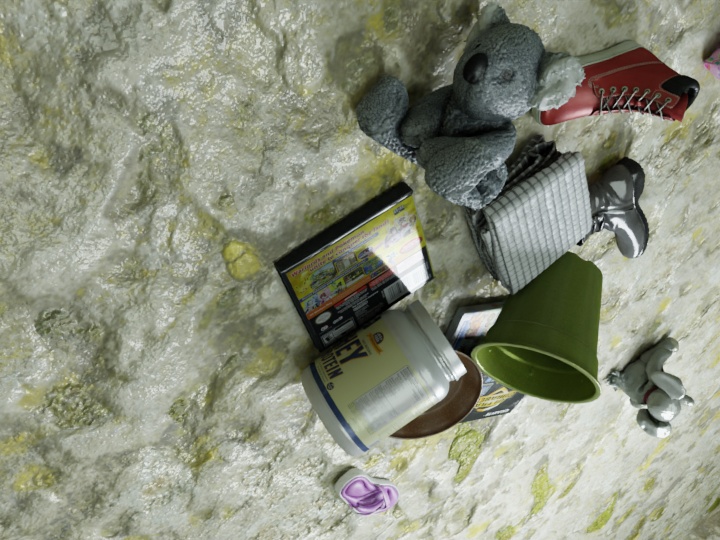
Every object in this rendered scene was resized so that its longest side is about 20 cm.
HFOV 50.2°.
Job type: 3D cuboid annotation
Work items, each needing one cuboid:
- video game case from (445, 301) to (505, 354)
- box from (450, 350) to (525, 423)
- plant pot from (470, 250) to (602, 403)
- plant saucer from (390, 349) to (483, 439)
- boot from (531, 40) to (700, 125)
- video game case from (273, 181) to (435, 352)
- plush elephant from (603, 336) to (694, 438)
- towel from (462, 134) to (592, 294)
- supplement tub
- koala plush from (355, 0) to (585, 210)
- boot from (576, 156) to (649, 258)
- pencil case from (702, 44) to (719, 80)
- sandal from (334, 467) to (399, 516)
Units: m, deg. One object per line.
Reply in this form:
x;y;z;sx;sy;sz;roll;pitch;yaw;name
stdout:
0.217;0.113;1.305;0.199;0.018;0.144;-5;128;-36;video game case
0.227;0.199;1.344;0.199;0.049;0.160;-1;135;-39;box
0.294;0.077;1.188;0.200;0.199;0.191;54;53;-50;plant pot
0.094;0.187;1.221;0.198;0.037;0.202;-6;128;-8;plant saucer
0.336;-0.222;1.002;0.199;0.144;0.073;-27;140;-15;boot
0.000;0.000;1.023;0.199;0.026;0.181;-32;140;-10;video game case
0.653;0.265;1.683;0.199;0.155;0.166;-10;131;-33;plush elephant
0.238;-0.079;1.101;0.165;0.086;0.200;-37;142;-3;towel
0.033;0.147;1.074;0.199;0.145;0.145;-34;140;0;supplement tub
0.134;-0.190;0.862;0.183;0.177;0.201;10;119;-56;koala plush
0.392;-0.076;1.240;0.131;0.070;0.201;-33;128;-14;boot
0.602;-0.363;1.137;0.087;0.087;0.201;16;113;-45;pencil case
0.016;0.414;1.386;0.082;0.050;0.203;-45;140;4;sandal
